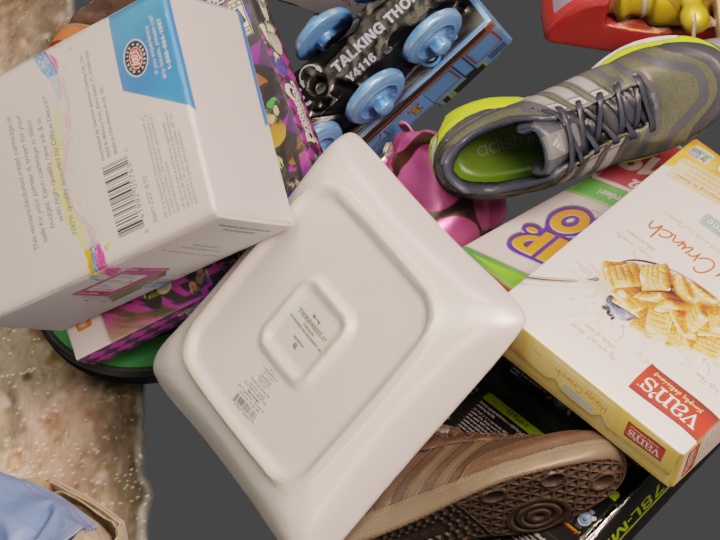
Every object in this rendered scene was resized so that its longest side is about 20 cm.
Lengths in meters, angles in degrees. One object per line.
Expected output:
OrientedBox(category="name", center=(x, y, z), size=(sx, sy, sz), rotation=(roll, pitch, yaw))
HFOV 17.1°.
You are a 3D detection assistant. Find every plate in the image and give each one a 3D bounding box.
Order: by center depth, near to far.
OrientedBox(category="plate", center=(-0.025, 0.041, 1.408), size=(0.200, 0.032, 0.200), rotation=(-50, 51, 10))

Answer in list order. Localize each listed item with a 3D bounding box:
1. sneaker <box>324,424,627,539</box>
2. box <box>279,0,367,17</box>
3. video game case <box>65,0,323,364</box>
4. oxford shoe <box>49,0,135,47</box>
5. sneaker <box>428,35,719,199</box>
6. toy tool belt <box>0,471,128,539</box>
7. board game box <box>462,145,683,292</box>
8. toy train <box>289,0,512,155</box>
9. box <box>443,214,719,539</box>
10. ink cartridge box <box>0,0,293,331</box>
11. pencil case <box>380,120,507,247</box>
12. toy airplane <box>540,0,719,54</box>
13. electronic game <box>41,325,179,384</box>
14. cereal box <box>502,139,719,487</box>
OrientedBox(category="sneaker", center=(0.054, 0.117, 1.392), size=(0.199, 0.071, 0.076), rotation=(-19, 54, 11))
OrientedBox(category="box", center=(0.001, -0.274, 1.706), size=(0.199, 0.097, 0.177), rotation=(21, 65, 29))
OrientedBox(category="video game case", center=(-0.122, -0.062, 1.528), size=(0.199, 0.036, 0.182), rotation=(-25, 75, 17))
OrientedBox(category="oxford shoe", center=(-0.127, -0.163, 1.698), size=(0.199, 0.071, 0.073), rotation=(15, 60, 28))
OrientedBox(category="sneaker", center=(0.134, -0.084, 1.453), size=(0.199, 0.074, 0.081), rotation=(-21, 12, 13))
OrientedBox(category="toy tool belt", center=(-0.236, 0.170, 1.488), size=(0.199, 0.123, 0.125), rotation=(19, 67, 30))
OrientedBox(category="board game box", center=(0.151, -0.015, 1.477), size=(0.199, 0.030, 0.095), rotation=(-31, 50, -28))
OrientedBox(category="toy train", center=(0.004, -0.127, 1.571), size=(0.200, 0.114, 0.087), rotation=(-43, 68, 9))
OrientedBox(category="box", center=(0.106, 0.088, 1.462), size=(0.193, 0.048, 0.200), rotation=(-44, 54, -13))
OrientedBox(category="ink cartridge box", center=(-0.155, -0.062, 1.458), size=(0.199, 0.084, 0.145), rotation=(-22, 74, 30))
OrientedBox(category="pencil case", center=(0.000, 0.000, 1.534), size=(0.094, 0.091, 0.200), rotation=(43, 75, 0))
OrientedBox(category="toy airplane", center=(0.236, -0.191, 1.534), size=(0.199, 0.141, 0.200), rotation=(-46, 55, -12))
OrientedBox(category="electronic game", center=(-0.132, -0.013, 1.618), size=(0.199, 0.042, 0.201), rotation=(-10, 56, 15))
OrientedBox(category="cereal box", center=(0.189, 0.020, 1.402), size=(0.144, 0.040, 0.200), rotation=(38, 54, 20))
